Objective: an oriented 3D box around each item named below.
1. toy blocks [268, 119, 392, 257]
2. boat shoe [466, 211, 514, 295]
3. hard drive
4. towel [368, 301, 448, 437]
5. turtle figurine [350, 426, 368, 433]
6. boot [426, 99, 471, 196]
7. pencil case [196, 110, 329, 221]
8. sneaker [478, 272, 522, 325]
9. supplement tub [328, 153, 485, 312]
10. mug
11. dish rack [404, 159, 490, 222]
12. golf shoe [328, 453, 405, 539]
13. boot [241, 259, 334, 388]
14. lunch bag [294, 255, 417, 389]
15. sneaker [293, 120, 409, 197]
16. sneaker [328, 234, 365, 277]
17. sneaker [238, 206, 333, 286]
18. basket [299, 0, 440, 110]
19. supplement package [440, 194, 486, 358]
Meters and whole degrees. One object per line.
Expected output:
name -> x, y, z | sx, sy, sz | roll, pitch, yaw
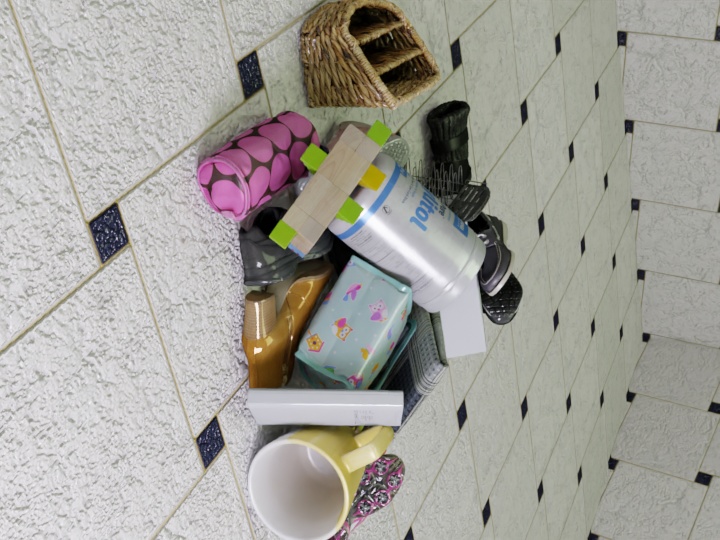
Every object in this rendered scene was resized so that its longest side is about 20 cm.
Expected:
toy blocks -> -0.047, -0.096, 1.235 | 0.201, 0.099, 0.137 | -55, -176, -14
boat shoe -> 0.193, -0.031, 1.490 | 0.073, 0.062, 0.201 | -51, -165, 27
hard drive -> -0.043, 0.181, 1.268 | 0.132, 0.196, 0.027 | 88, 3, -70
towel -> 0.064, 0.142, 1.427 | 0.194, 0.034, 0.201 | -57, -156, 29
turtle figurine -> -0.008, 0.265, 1.533 | 0.199, 0.064, 0.163 | -33, 143, -46
boot -> 0.156, -0.206, 1.774 | 0.212, 0.078, 0.160 | -67, 157, -52
pencil case -> -0.124, -0.132, 1.225 | 0.200, 0.089, 0.095 | -41, 137, -52
sneaker -> 0.232, 0.046, 1.643 | 0.201, 0.074, 0.089 | -93, 179, -58
supplement tub -> 0.063, -0.052, 1.336 | 0.199, 0.131, 0.133 | 38, 52, -16
mug -> -0.045, 0.284, 1.356 | 0.153, 0.183, 0.152 | -32, 125, -68
dish rack -> 0.109, -0.133, 1.570 | 0.154, 0.197, 0.055 | -52, 146, -48
golf shoe -> -0.008, 0.348, 1.471 | 0.200, 0.073, 0.092 | -46, 179, 10
boot -> -0.100, 0.077, 1.335 | 0.201, 0.070, 0.146 | -34, 130, -54
lunch bag -> -0.004, 0.101, 1.365 | 0.172, 0.121, 0.200 | -58, 167, -16
sneaker -> -0.033, -0.162, 1.433 | 0.198, 0.104, 0.076 | -26, 131, -27
sneaker -> 0.000, 0.000, 1.495 | 0.073, 0.081, 0.204 | -34, 123, -55
sneaker -> -0.099, -0.049, 1.307 | 0.200, 0.075, 0.092 | -41, 120, -60
basket -> 0.020, -0.327, 1.413 | 0.200, 0.147, 0.145 | -38, 127, -55
supplement package -> 0.116, 0.013, 1.583 | 0.201, 0.144, 0.194 | -92, 172, -61
